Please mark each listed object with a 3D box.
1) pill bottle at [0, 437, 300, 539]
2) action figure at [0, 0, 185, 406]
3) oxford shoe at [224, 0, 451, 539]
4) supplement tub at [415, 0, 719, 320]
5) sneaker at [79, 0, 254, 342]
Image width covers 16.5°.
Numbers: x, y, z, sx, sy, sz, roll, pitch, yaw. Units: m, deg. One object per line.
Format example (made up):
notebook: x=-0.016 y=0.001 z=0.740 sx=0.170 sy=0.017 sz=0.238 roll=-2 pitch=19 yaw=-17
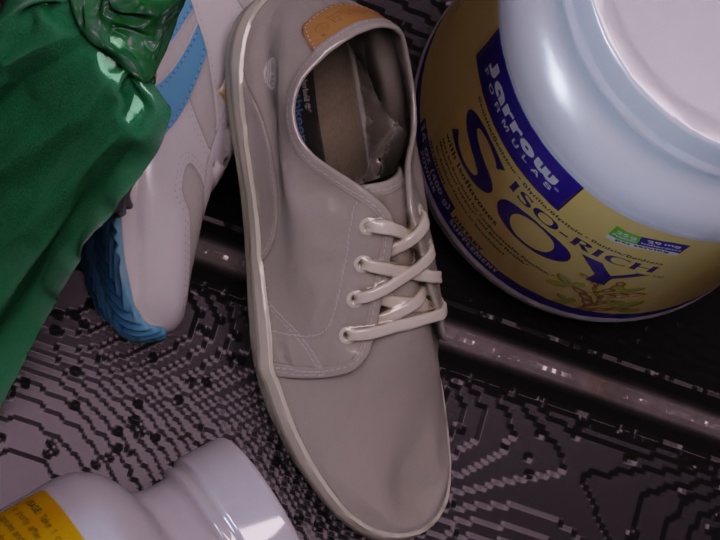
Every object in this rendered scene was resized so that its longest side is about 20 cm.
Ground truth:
pill bottle: x=-0.113 y=0.135 z=0.809 sx=0.199 sy=0.104 sz=0.105 roll=-30 pitch=85 yaw=-16
action figure: x=-0.110 y=-0.039 z=0.802 sx=0.118 sy=0.200 sz=0.055 roll=50 pitch=46 yaw=0
oxford shoe: x=0.000 y=0.000 z=0.861 sx=0.075 sy=0.058 sz=0.202 roll=-20 pitch=104 yaw=-41
supplement tub: x=0.106 y=-0.070 z=0.843 sx=0.144 sy=0.200 sz=0.147 roll=3 pitch=77 yaw=-11
sneaker: x=-0.060 y=-0.074 z=0.884 sx=0.080 sy=0.076 sz=0.202 roll=6 pitch=80 yaw=-19
